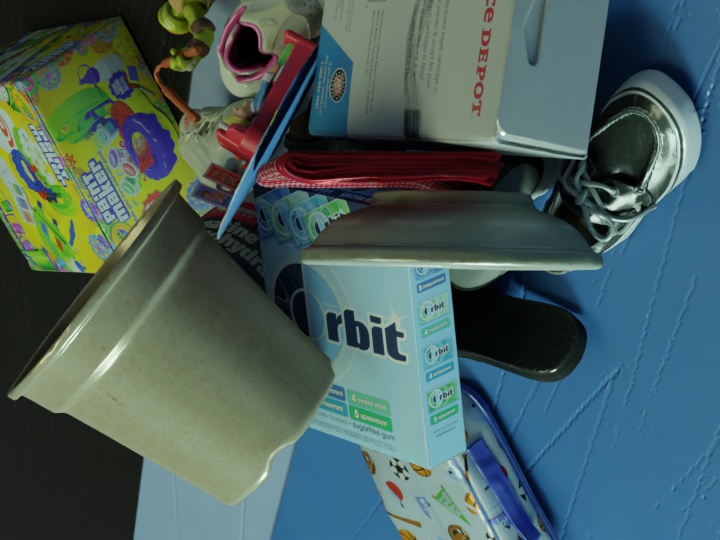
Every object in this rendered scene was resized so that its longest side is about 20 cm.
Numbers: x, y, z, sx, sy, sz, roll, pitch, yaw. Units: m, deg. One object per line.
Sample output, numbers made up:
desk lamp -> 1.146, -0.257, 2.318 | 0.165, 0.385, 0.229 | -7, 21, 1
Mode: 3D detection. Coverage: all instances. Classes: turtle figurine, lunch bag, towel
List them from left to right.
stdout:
turtle figurine -> -0.131, -0.229, 1.593 | 0.162, 0.064, 0.201 | 111, 150, -52
towel -> 0.007, -0.063, 1.348 | 0.200, 0.144, 0.023 | 178, 92, -82
lunch bag -> 0.088, 0.193, 1.764 | 0.160, 0.075, 0.200 | -10, 114, 56

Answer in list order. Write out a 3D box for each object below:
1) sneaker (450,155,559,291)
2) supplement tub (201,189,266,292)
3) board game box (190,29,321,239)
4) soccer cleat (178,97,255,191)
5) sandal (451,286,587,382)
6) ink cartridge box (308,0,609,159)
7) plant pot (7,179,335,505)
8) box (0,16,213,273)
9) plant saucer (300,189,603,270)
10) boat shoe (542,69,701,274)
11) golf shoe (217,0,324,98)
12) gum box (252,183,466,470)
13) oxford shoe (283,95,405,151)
sneaker -> 0.085, -0.041, 1.491 | 0.074, 0.079, 0.200 | 43, 152, 13
supplement tub -> -0.107, 0.023, 1.690 | 0.140, 0.200, 0.141 | 17, 125, 25
board game box -> -0.069, -0.121, 1.457 | 0.039, 0.200, 0.158 | 28, 130, -1
soccer cleat -> -0.119, -0.109, 1.698 | 0.078, 0.069, 0.200 | 47, 165, 2
sandal -> 0.094, 0.045, 1.592 | 0.200, 0.076, 0.048 | 24, 167, 40
ink cartridge box -> 0.063, -0.151, 1.321 | 0.200, 0.083, 0.146 | 8, 90, 53
plant pot -> -0.127, 0.069, 1.498 | 0.183, 0.201, 0.200 | 39, 153, -8
box -> -0.264, -0.112, 1.879 | 0.192, 0.122, 0.201 | 3, 125, 55
plant saucer -> 0.060, -0.026, 1.338 | 0.200, 0.199, 0.050 | 0, 88, 56
boat shoe -> 0.163, -0.059, 1.363 | 0.074, 0.068, 0.199 | 48, 152, 7
golf shoe -> -0.083, -0.176, 1.571 | 0.075, 0.091, 0.200 | 50, 153, 1
gum box -> -0.001, 0.032, 1.528 | 0.170, 0.044, 0.201 | 14, 119, 46
oxford shoe -> -0.007, -0.123, 1.558 | 0.200, 0.072, 0.085 | 178, 95, -70
